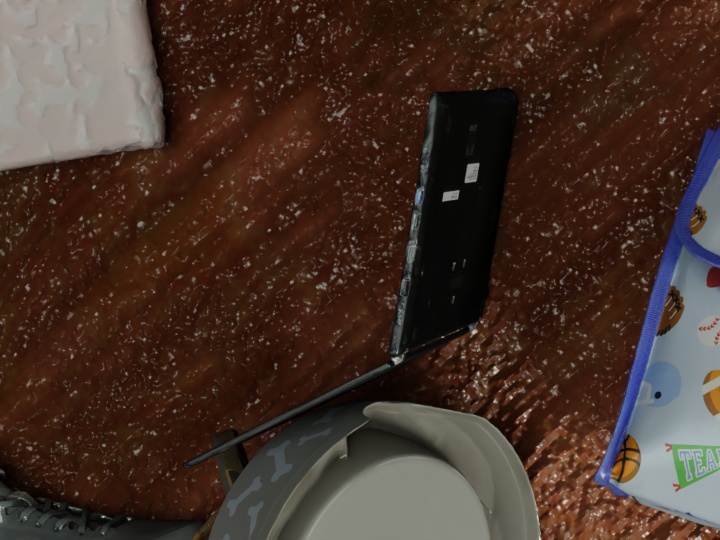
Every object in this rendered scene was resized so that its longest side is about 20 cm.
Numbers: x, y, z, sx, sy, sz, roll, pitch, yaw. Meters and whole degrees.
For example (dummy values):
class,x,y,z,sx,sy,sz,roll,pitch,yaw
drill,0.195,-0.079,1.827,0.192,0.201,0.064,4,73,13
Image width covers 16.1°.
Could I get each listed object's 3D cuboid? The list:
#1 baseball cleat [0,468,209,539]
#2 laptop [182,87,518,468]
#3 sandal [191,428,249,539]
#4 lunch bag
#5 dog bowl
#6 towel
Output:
class,x,y,z,sx,sy,sz,roll,pitch,yaw
baseball cleat,-0.178,0.145,1.404,0.199,0.070,0.107,-16,90,15
laptop,0.000,0.000,1.288,0.103,0.177,0.201,11,98,14
sandal,-0.073,0.181,1.350,0.054,0.082,0.201,-5,120,-11
lunch bag,0.225,0.038,1.261,0.170,0.124,0.201,19,85,13
dog bowl,0.002,0.158,1.300,0.059,0.200,0.201,17,100,47
towel,-0.209,-0.153,1.411,0.190,0.032,0.201,-9,91,17
